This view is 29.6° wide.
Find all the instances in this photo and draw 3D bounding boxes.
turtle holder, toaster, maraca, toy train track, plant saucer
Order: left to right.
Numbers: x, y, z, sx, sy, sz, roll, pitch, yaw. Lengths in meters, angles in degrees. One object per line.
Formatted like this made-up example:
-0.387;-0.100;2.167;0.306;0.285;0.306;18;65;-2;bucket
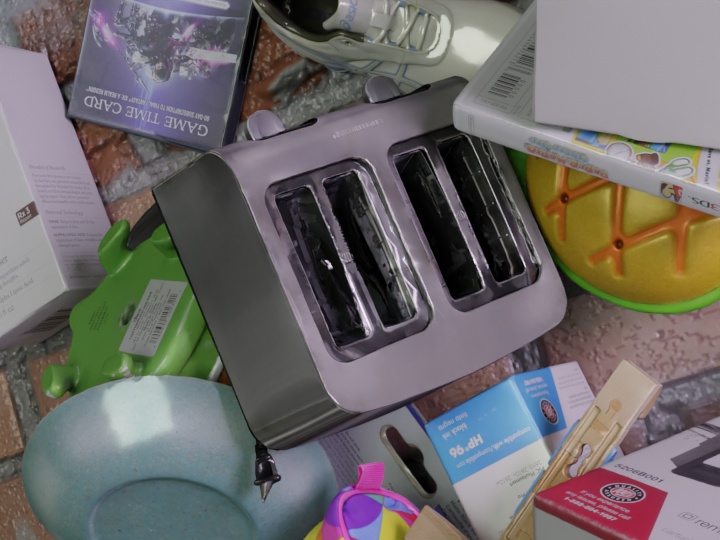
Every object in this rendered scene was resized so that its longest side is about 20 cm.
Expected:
-0.127;0.057;0.898;0.185;0.131;0.142;-32;40;36;turtle holder
-0.114;0.150;0.844;0.200;0.201;0.039;-29;34;24;plant saucer
0.000;0.000;0.787;0.119;0.180;0.201;-31;80;59;toaster
0.098;0.137;0.731;0.115;0.032;0.201;39;104;29;toy train track
0.147;-0.063;0.789;0.200;0.107;0.137;42;102;22;maraca

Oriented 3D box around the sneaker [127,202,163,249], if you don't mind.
-0.093;-0.048;0.928;0.199;0.079;0.076;-27;79;26;sneaker

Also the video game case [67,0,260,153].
-0.134;-0.194;0.980;0.142;0.019;0.202;16;99;26;video game case

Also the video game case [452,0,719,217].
0.176;-0.119;0.748;0.181;0.200;0.023;21;144;25;video game case

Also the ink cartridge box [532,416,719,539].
0.203;0.134;0.658;0.145;0.199;0.084;17;117;52;ink cartridge box

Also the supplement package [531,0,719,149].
0.168;-0.175;0.703;0.120;0.120;0.201;10;50;15;supplement package

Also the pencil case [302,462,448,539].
-0.029;0.206;0.826;0.089;0.088;0.200;52;124;17;pencil case

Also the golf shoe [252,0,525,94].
0.021;-0.147;0.859;0.199;0.097;0.079;14;95;24;golf shoe

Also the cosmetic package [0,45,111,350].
-0.262;-0.054;1.011;0.112;0.081;0.201;-30;78;26;cosmetic package

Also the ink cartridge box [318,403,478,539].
-0.009;0.168;0.908;0.200;0.041;0.200;-43;72;21;ink cartridge box

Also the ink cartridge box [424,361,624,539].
0.127;0.160;0.796;0.068;0.116;0.201;-32;76;25;ink cartridge box
